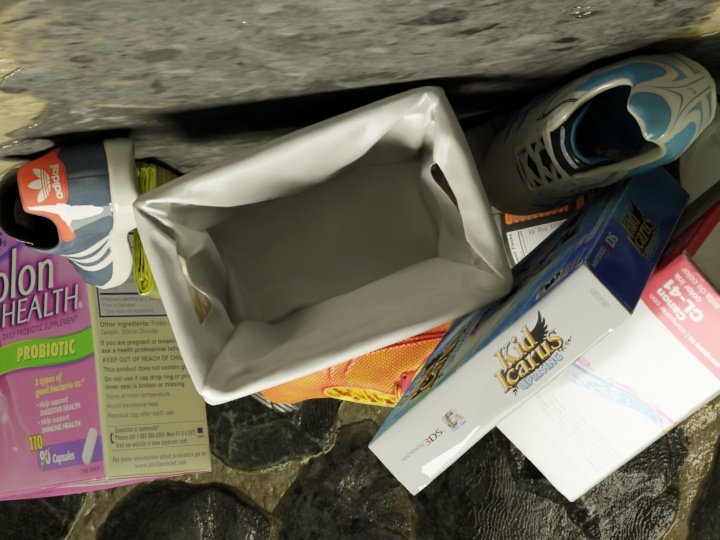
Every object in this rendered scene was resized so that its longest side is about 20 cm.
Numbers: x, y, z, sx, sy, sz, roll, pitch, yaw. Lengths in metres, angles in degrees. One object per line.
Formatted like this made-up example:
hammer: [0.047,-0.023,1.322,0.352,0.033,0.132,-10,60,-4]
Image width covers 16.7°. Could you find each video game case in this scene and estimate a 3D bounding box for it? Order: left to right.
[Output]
video game case: [0.104,0.028,1.470,0.181,0.045,0.200,-43,-177,26]

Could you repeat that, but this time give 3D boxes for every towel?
towel: [-0.126,-0.019,1.680,0.018,0.086,0.200,0,175,9]

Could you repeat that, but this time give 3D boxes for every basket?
basket: [-0.022,-0.015,1.484,0.199,0.136,0.123,-20,180,-1]

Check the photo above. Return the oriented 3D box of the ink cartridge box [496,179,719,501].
ink cartridge box: [0.188,0.034,1.510,0.200,0.086,0.148,-41,-175,40]

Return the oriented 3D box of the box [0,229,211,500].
box: [-0.206,0.059,1.779,0.096,0.201,0.176,0,171,-42]

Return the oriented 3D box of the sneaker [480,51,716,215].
sneaker: [0.128,-0.078,1.463,0.072,0.072,0.200,-22,177,-36]

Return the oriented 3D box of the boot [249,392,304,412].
boot: [-0.097,0.016,2.009,0.068,0.200,0.131,-47,-172,51]

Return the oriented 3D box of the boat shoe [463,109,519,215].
boat shoe: [0.059,-0.055,1.613,0.199,0.075,0.073,-9,173,28]

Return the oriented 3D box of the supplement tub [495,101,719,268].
supplement tub: [0.173,-0.038,1.662,0.200,0.123,0.122,-12,172,43]

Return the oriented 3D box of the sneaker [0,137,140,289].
sneaker: [-0.188,-0.036,1.553,0.084,0.075,0.200,-7,164,-11]

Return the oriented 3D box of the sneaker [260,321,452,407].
sneaker: [0.013,0.066,1.700,0.199,0.077,0.073,-16,154,27]
